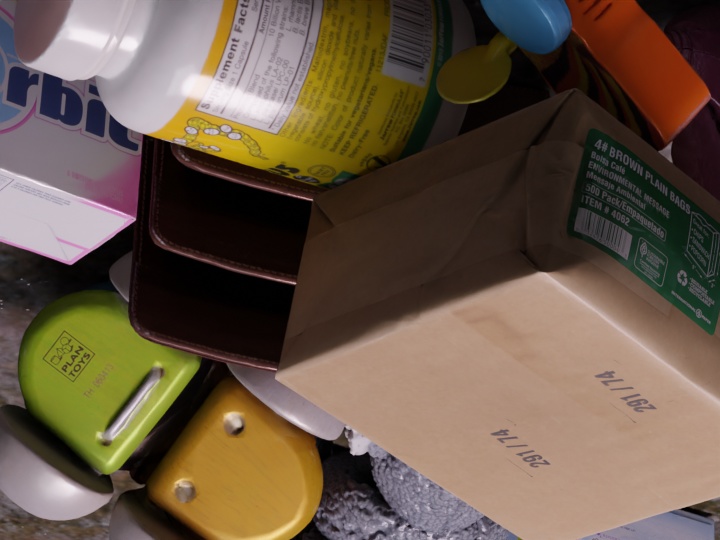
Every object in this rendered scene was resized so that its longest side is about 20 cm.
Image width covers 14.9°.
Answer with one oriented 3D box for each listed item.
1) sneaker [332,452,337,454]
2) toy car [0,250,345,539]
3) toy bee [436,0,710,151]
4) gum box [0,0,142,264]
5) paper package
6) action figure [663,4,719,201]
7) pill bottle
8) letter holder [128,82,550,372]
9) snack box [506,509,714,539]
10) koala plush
[{"bbox_3d":[-0.016,0.167,1.834,0.199,0.087,0.075,4,154,-3],"label":"sneaker"},{"bbox_3d":[-0.113,0.080,1.622,0.200,0.150,0.175,36,99,-14],"label":"toy car"},{"bbox_3d":[0.077,-0.144,1.256,0.131,0.201,0.109,-24,-166,-26],"label":"toy bee"},{"bbox_3d":[-0.204,-0.093,1.331,0.199,0.114,0.066,20,147,-31],"label":"gum box"},{"bbox_3d":[0.093,0.029,1.286,0.200,0.104,0.190,35,141,-32],"label":"paper package"},{"bbox_3d":[0.196,-0.077,1.323,0.199,0.134,0.149,8,150,-18],"label":"action figure"},{"bbox_3d":[-0.056,-0.108,1.298,0.199,0.113,0.113,16,149,-26],"label":"pill bottle"},{"bbox_3d":[-0.011,-0.026,1.416,0.199,0.143,0.101,9,151,-13],"label":"letter holder"},{"bbox_3d":[0.125,0.216,1.937,0.168,0.068,0.200,18,146,-27],"label":"snack box"},{"bbox_3d":[0.043,0.127,1.690,0.177,0.184,0.200,12,138,-20],"label":"koala plush"}]
